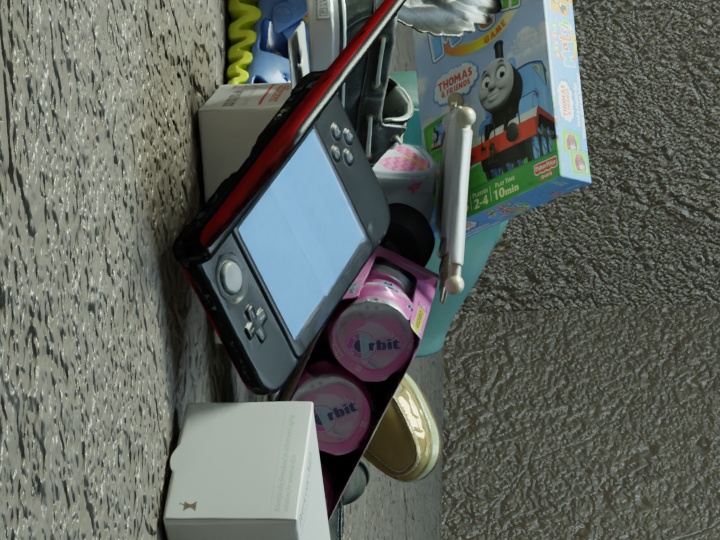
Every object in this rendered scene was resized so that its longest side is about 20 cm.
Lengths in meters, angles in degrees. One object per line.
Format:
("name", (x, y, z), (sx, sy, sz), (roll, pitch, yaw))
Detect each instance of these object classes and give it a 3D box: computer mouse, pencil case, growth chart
("computer mouse", (-0.016, 0.011, 1.685), (0.059, 0.200, 0.034), (47, 38, -9))
("pencil case", (0.000, 0.000, 1.742), (0.083, 0.090, 0.201), (35, -58, 47))
("growth chart", (0.065, -0.052, 1.665), (0.200, 0.018, 0.146), (-93, -173, -85))

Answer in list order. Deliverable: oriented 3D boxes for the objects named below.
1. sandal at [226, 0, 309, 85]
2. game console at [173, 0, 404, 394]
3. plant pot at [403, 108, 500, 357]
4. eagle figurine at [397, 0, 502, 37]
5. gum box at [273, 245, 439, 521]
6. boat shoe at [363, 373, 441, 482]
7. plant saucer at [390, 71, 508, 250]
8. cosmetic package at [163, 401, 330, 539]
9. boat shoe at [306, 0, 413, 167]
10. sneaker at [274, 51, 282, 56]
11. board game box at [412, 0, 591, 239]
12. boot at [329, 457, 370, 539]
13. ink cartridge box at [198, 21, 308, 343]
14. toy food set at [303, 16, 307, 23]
("sandal", (-0.053, -0.139, 1.702), (0.080, 0.086, 0.202), (76, 14, -74))
("game console", (-0.015, -0.051, 1.430), (0.200, 0.118, 0.173), (-55, 128, -45))
("plant pot", (0.027, -0.032, 2.045), (0.200, 0.199, 0.189), (-73, 175, -75))
("eagle figurine", (0.002, -0.254, 1.717), (0.200, 0.150, 0.153), (53, 38, -43))
("gum box", (-0.016, 0.083, 1.606), (0.114, 0.066, 0.201), (-73, -171, -68))
("boat shoe", (-0.015, 0.085, 1.844), (0.200, 0.072, 0.076), (51, 18, 26))
("plant saucer", (0.042, -0.082, 2.148), (0.036, 0.198, 0.202), (-22, 110, -74))
("cosmetic package", (-0.064, 0.188, 1.434), (0.108, 0.084, 0.201), (-82, 170, -50))
("boat shoe", (0.001, -0.104, 1.582), (0.201, 0.070, 0.072), (88, 1, -48))
("sneaker", (-0.024, -0.092, 1.800), (0.115, 0.074, 0.201), (33, 39, -29))
("board game box", (0.103, -0.140, 1.764), (0.151, 0.036, 0.202), (-25, -118, 48))
("boot", (-0.032, 0.231, 1.856), (0.182, 0.072, 0.201), (44, 35, -63))
("ink cartridge box", (-0.067, -0.062, 1.591), (0.115, 0.067, 0.202), (-74, 161, -77))
("toy food set", (-0.063, -0.296, 1.862), (0.198, 0.048, 0.202), (25, 63, -84))
